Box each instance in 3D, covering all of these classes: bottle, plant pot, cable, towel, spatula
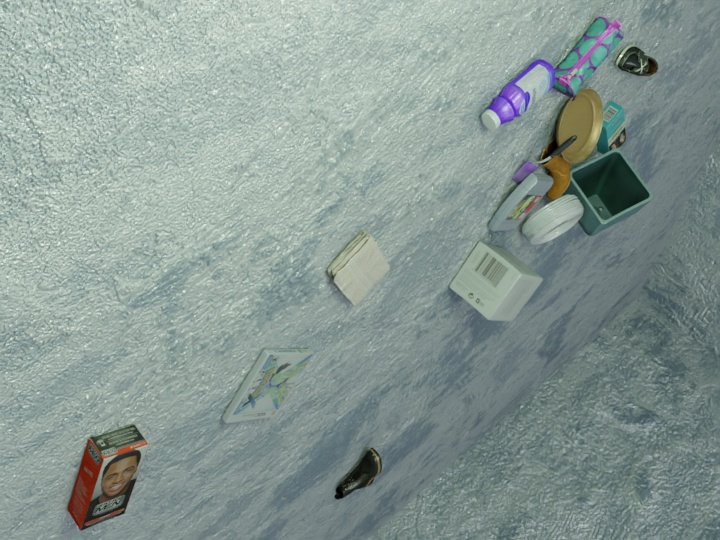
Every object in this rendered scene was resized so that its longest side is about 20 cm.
[{"bbox_3d":[0.361,-0.398,1.683,0.200,0.065,0.084,-41,152,-16],"label":"bottle"},{"bbox_3d":[0.757,-0.222,2.311,0.194,0.198,0.200,-26,161,-10],"label":"plant pot"},{"bbox_3d":[0.593,-0.395,2.002,0.198,0.027,0.203,-17,118,-36],"label":"plant pot"},{"bbox_3d":[0.586,-0.153,2.245,0.198,0.070,0.200,-19,161,-31],"label":"cable"},{"bbox_3d":[0.000,0.000,1.681,0.133,0.034,0.200,-47,152,-5],"label":"towel"},{"bbox_3d":[0.497,-0.301,1.971,0.199,0.021,0.056,-34,147,33],"label":"spatula"}]

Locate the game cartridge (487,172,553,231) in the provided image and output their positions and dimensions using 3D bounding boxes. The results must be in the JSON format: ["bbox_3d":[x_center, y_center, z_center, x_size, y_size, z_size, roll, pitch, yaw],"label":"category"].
[{"bbox_3d":[0.447,-0.187,2.061,0.132,0.041,0.201,-2,137,-49],"label":"game cartridge"}]

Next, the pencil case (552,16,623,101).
[{"bbox_3d":[0.548,-0.516,1.786,0.201,0.085,0.092,-51,180,1],"label":"pencil case"}]

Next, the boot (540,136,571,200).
[{"bbox_3d":[0.550,-0.294,2.091,0.143,0.071,0.203,-6,127,-44],"label":"boot"}]

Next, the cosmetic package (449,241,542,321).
[{"bbox_3d":[0.400,0.036,2.159,0.199,0.165,0.166,10,118,-57],"label":"cosmetic package"}]

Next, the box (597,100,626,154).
[{"bbox_3d":[0.763,-0.427,2.241,0.082,0.049,0.200,-49,152,0],"label":"box"}]

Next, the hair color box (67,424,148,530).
[{"bbox_3d":[-0.494,0.405,1.434,0.101,0.061,0.202,-10,132,-49],"label":"hair color box"}]

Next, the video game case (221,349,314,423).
[{"bbox_3d":[-0.212,0.268,1.713,0.182,0.022,0.201,9,117,-58],"label":"video game case"}]

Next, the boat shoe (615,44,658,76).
[{"bbox_3d":[0.776,-0.583,2.055,0.199,0.068,0.072,-8,133,-49],"label":"boat shoe"}]

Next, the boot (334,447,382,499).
[{"bbox_3d":[-0.009,0.693,2.471,0.137,0.077,0.202,-20,140,-35],"label":"boot"}]
